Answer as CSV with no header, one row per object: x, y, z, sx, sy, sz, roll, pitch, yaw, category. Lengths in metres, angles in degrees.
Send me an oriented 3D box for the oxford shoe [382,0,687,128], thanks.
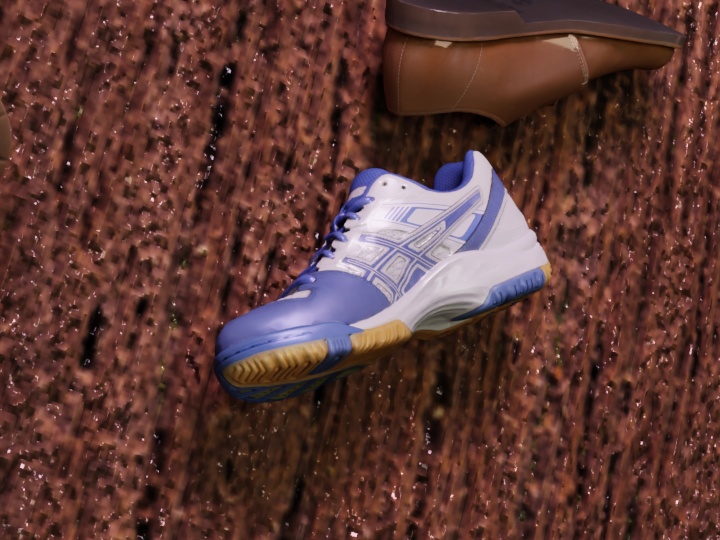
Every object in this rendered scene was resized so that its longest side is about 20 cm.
0.089,-0.112,0.971,0.200,0.071,0.071,-5,115,-35,oxford shoe

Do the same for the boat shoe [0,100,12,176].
-0.231,-0.012,0.746,0.200,0.063,0.073,-41,131,-28,boat shoe

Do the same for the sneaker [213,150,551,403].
0.000,0.000,0.891,0.200,0.075,0.088,-20,83,-40,sneaker
